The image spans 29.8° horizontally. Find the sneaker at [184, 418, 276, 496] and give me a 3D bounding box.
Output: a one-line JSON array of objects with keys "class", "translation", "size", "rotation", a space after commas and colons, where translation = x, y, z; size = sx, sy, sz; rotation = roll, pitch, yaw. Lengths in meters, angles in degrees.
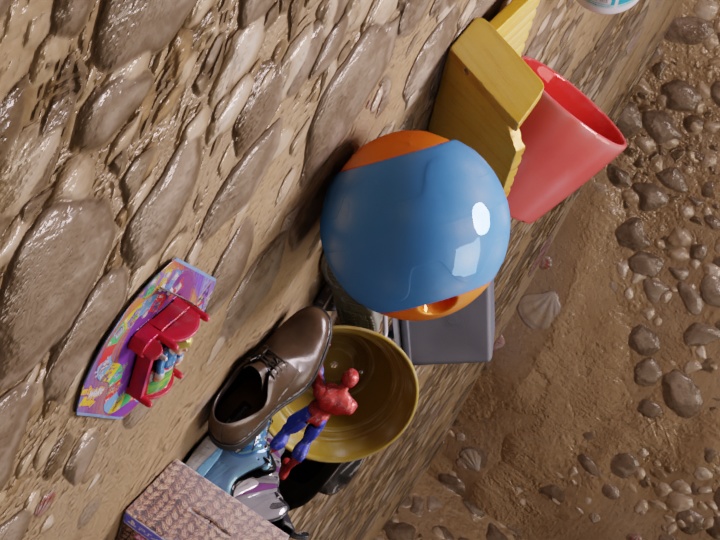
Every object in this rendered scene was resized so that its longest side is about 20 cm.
[{"class": "sneaker", "translation": [-0.128, 0.202, 1.594], "size": [0.200, 0.090, 0.078], "rotation": [-56, 169, -14]}]

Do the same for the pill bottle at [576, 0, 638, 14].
[{"class": "pill bottle", "translation": [0.338, -0.432, 1.785], "size": [0.111, 0.111, 0.200], "rotation": [-54, 168, -15]}]

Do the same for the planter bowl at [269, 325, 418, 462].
[{"class": "planter bowl", "translation": [-0.031, 0.137, 1.702], "size": [0.201, 0.200, 0.084], "rotation": [-62, -163, 22]}]

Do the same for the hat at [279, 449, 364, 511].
[{"class": "hat", "translation": [-0.046, 0.253, 1.866], "size": [0.200, 0.081, 0.201], "rotation": [-32, -144, 27]}]

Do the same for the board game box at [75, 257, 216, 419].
[{"class": "board game box", "translation": [-0.173, 0.074, 1.198], "size": [0.158, 0.039, 0.200], "rotation": [-57, 168, -2]}]

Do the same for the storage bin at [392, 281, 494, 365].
[{"class": "storage bin", "translation": [0.117, 0.037, 1.867], "size": [0.146, 0.134, 0.200], "rotation": [-78, 167, -52]}]

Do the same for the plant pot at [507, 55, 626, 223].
[{"class": "plant pot", "translation": [0.250, -0.177, 1.939], "size": [0.177, 0.200, 0.200], "rotation": [-51, 171, 21]}]

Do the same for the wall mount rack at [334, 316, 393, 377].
[{"class": "wall mount rack", "translation": [0.013, 0.074, 1.842], "size": [0.174, 0.075, 0.200], "rotation": [-52, 178, 10]}]

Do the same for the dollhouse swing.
[{"class": "dollhouse swing", "translation": [0.187, -0.209, 1.654], "size": [0.176, 0.182, 0.200], "rotation": [-29, 156, -23]}]

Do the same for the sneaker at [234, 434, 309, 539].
[{"class": "sneaker", "translation": [-0.118, 0.300, 1.766], "size": [0.200, 0.140, 0.078], "rotation": [-45, 163, -45]}]

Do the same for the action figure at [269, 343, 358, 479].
[{"class": "action figure", "translation": [-0.056, 0.160, 1.633], "size": [0.200, 0.065, 0.099], "rotation": [-46, -157, 40]}]

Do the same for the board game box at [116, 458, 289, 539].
[{"class": "board game box", "translation": [-0.192, 0.342, 1.535], "size": [0.097, 0.159, 0.200], "rotation": [-46, 164, -46]}]

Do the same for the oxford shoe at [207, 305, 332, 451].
[{"class": "oxford shoe", "translation": [-0.098, 0.115, 1.540], "size": [0.200, 0.073, 0.084], "rotation": [-53, 166, -21]}]

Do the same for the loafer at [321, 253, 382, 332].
[{"class": "loafer", "translation": [0.000, 0.000, 1.637], "size": [0.200, 0.075, 0.070], "rotation": [88, 23, -58]}]

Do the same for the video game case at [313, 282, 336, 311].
[{"class": "video game case", "translation": [0.015, -0.036, 1.736], "size": [0.200, 0.019, 0.143], "rotation": [-58, 168, 7]}]

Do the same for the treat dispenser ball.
[{"class": "treat dispenser ball", "translation": [0.057, -0.047, 1.427], "size": [0.201, 0.201, 0.201], "rotation": [-53, 168, -17]}]
